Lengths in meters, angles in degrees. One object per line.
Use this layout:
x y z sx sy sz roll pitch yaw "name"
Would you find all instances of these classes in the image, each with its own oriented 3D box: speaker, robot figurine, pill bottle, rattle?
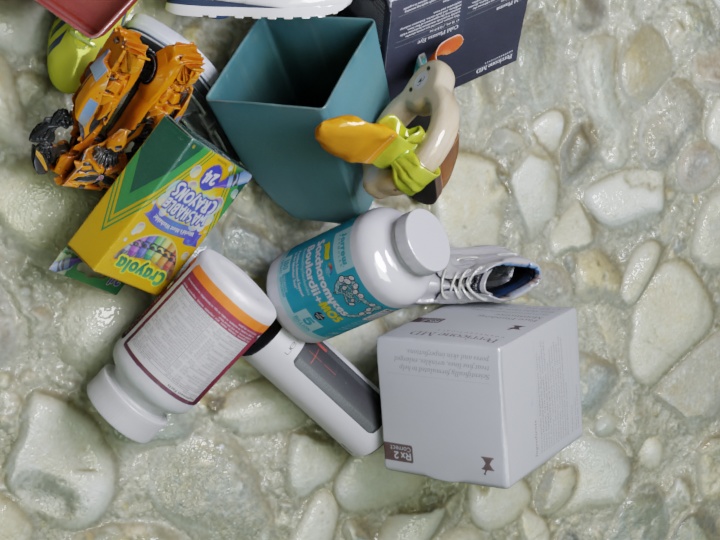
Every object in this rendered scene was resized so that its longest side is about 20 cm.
-0.048 0.127 1.525 0.200 0.081 0.081 45 77 -24 "speaker"
-0.248 -0.153 1.336 0.145 0.058 0.200 5 133 -45 "robot figurine"
-0.193 0.083 1.407 0.200 0.110 0.110 -46 116 6 "pill bottle"
0.028 -0.184 1.339 0.142 0.130 0.201 22 71 -17 "rattle"
0.000 0.000 1.420 0.111 0.200 0.111 26 53 -39 "pill bottle"

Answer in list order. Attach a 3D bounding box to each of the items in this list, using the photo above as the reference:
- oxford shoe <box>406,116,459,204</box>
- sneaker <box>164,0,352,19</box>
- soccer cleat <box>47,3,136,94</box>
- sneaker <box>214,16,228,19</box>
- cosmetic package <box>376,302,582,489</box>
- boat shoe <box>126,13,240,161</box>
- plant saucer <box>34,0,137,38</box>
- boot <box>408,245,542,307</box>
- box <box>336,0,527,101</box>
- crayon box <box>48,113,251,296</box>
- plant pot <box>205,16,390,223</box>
0.084 -0.161 1.512 0.071 0.200 0.071 31 64 14 "oxford shoe"
-0.106 -0.304 1.368 0.199 0.076 0.081 1 103 -5 "sneaker"
-0.263 -0.275 1.350 0.065 0.084 0.201 30 83 -23 "soccer cleat"
-0.113 -0.363 1.413 0.075 0.088 0.201 31 85 -29 "sneaker"
0.142 0.137 1.536 0.200 0.164 0.166 -20 109 -54 "cosmetic package"
-0.185 -0.186 1.411 0.200 0.072 0.071 46 73 -27 "boat shoe"
-0.261 -0.337 1.312 0.200 0.199 0.037 -50 157 -12 "plant saucer"
0.119 0.007 1.581 0.199 0.095 0.074 -12 103 -25 "boot"
0.080 -0.294 1.462 0.199 0.104 0.182 -26 149 -21 "box"
-0.216 -0.051 1.370 0.200 0.052 0.126 -52 153 5 "crayon box"
-0.049 -0.151 1.421 0.142 0.141 0.200 -63 149 -35 "plant pot"
